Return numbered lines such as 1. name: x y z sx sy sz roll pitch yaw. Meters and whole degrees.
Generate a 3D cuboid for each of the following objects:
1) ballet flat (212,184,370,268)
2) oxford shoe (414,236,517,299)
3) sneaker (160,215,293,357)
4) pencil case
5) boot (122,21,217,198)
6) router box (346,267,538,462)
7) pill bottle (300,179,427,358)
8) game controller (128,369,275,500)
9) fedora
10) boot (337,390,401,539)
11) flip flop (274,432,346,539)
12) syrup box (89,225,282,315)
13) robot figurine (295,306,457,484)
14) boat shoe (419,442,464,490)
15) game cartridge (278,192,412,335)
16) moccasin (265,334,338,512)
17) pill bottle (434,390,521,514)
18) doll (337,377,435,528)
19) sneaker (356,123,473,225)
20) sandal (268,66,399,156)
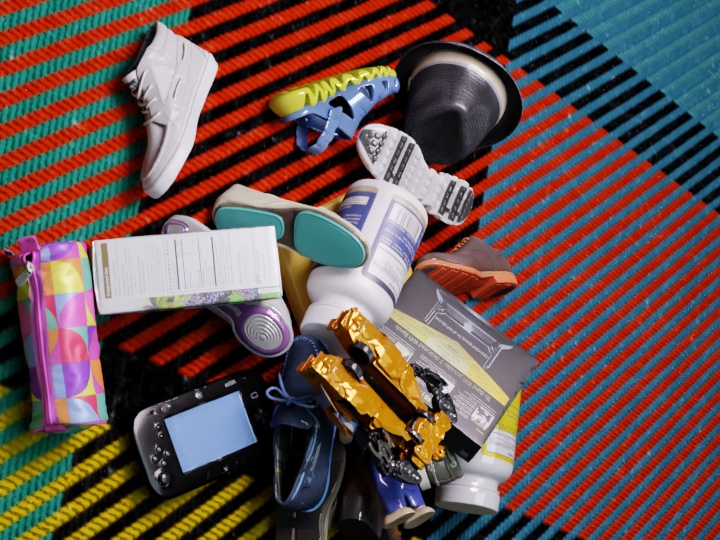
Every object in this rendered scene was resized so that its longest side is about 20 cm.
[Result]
1. ballet flat: -0.076 -0.057 1.530 0.069 0.197 0.070 17 90 -81
2. oxford shoe: 0.136 -0.008 1.786 0.199 0.071 0.073 11 56 -50
3. sneaker: -0.156 0.016 1.510 0.200 0.075 0.100 48 12 -9
4. pencil case: -0.311 0.066 1.336 0.088 0.088 0.203 -8 88 -43
5. boot: -0.233 -0.184 1.471 0.095 0.073 0.202 32 54 -28
6. router box: 0.102 0.116 1.632 0.199 0.052 0.157 38 55 6
7. pill bottle: 0.000 0.000 1.582 0.111 0.110 0.202 40 60 -30
8. game controller: -0.173 0.183 1.472 0.199 0.042 0.106 -18 95 -44
9. fedora: 0.115 -0.202 1.701 0.200 0.199 0.092 43 55 -29
10. boot: 0.029 0.274 1.639 0.189 0.068 0.202 56 33 -38
11. flip flop: -0.059 0.289 1.545 0.058 0.080 0.203 50 44 -67
12. syrup box: -0.190 0.001 1.406 0.197 0.079 0.083 -6 88 -15
13. robot figurine: 0.025 0.146 1.482 0.200 0.058 0.145 48 55 -16
14. boat shoe: 0.085 0.176 1.665 0.072 0.059 0.204 65 13 -65
15. game cartridge: -0.019 -0.001 1.660 0.199 0.032 0.178 -27 101 -40
16. moccasin: -0.065 0.174 1.491 0.068 0.080 0.203 9 76 -57
17. pill bottle: 0.151 0.214 1.721 0.112 0.112 0.203 23 67 -38
18. doll: 0.018 0.204 1.543 0.136 0.048 0.202 13 46 -50
19. sneaker: 0.059 -0.125 1.720 0.199 0.081 0.076 36 80 -34
20. sandal: -0.028 -0.205 1.661 0.199 0.079 0.088 -24 103 -34
